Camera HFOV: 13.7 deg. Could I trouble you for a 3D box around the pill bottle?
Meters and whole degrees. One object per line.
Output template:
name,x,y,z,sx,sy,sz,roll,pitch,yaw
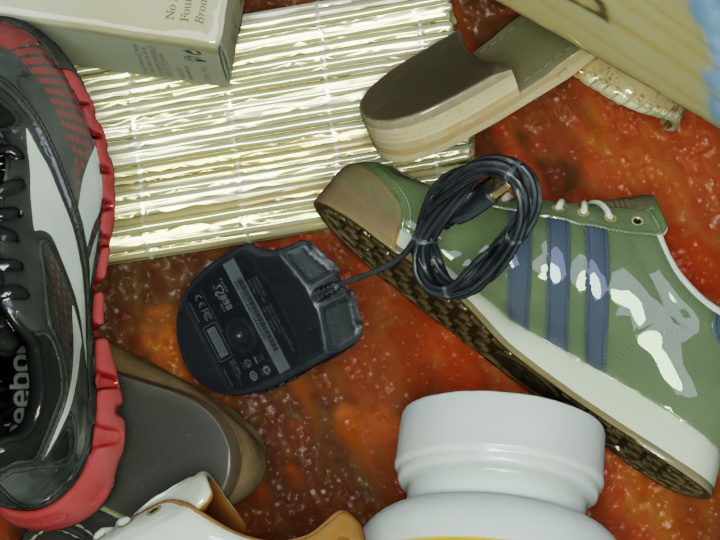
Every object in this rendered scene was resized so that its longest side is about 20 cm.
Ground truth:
pill bottle,0.047,0.154,1.172,0.112,0.113,0.201,6,70,0

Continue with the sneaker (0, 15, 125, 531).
sneaker,-0.137,-0.003,1.139,0.071,0.098,0.201,-8,81,20

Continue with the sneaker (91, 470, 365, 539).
sneaker,-0.089,0.121,1.145,0.199,0.073,0.085,0,72,12

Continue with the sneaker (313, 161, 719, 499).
sneaker,0.085,0.001,1.224,0.200,0.067,0.090,37,79,2

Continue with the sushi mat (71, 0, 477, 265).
sushi mat,-0.052,-0.059,1.251,0.199,0.012,0.096,-10,84,-1

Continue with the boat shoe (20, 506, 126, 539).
boat shoe,-0.070,0.174,1.193,0.200,0.065,0.073,48,127,4

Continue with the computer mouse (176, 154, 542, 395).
computer mouse,0.000,0.000,1.185,0.200,0.034,0.059,-24,91,40

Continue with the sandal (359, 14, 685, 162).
sandal,0.105,-0.084,1.236,0.211,0.078,0.070,-27,118,-5

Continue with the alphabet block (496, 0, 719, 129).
alphabet block,0.108,-0.206,1.133,0.200,0.197,0.196,32,72,24

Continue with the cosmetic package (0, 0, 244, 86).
cosmetic package,-0.144,-0.144,1.223,0.199,0.073,0.104,8,80,2

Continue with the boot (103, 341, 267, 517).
boot,-0.129,0.047,1.221,0.199,0.075,0.074,27,98,17
